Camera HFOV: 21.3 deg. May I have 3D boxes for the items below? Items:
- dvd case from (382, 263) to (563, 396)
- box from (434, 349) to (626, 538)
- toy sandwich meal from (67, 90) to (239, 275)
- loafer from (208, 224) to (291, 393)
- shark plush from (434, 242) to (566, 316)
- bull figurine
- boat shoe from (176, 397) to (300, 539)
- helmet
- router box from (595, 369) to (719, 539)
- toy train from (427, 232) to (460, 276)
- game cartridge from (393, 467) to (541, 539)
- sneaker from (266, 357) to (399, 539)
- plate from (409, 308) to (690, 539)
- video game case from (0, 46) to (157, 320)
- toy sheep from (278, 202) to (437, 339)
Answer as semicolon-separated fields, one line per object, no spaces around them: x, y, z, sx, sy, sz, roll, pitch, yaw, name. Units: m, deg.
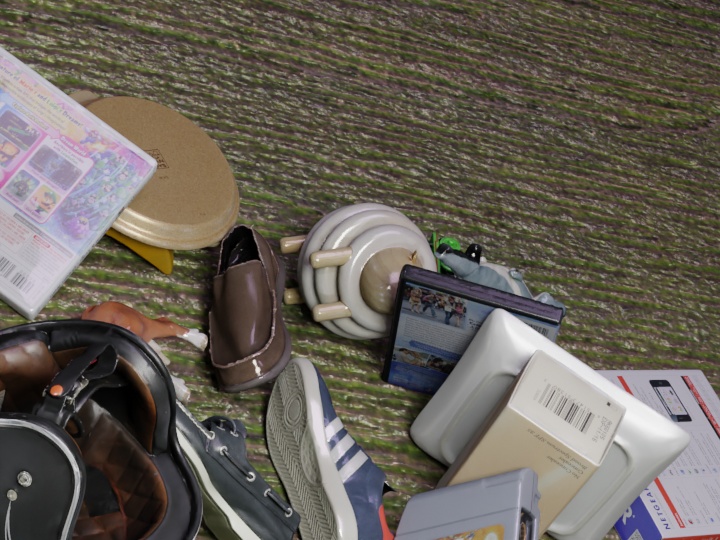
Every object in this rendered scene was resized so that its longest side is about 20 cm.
0.095;0.067;1.681;0.141;0.201;0.018;16;61;5;dvd case
0.130;0.170;1.598;0.094;0.201;0.078;32;44;3;box
-0.208;-0.081;1.758;0.203;0.070;0.206;21;40;-19;toy sandwich meal
-0.107;0.031;1.681;0.201;0.072;0.071;-98;164;-55;loafer
0.133;0.036;1.798;0.090;0.201;0.084;-3;54;20;shark plush
-0.185;0.106;1.561;0.120;0.065;0.201;19;41;-24;bull figurine
-0.110;0.148;1.493;0.066;0.074;0.200;-46;110;-25;boat shoe
-0.217;0.152;1.380;0.198;0.193;0.201;-7;26;3;helmet
0.298;0.185;1.835;0.178;0.049;0.201;2;46;-34;router box
0.071;0.036;1.850;0.056;0.042;0.201;10;41;-11;toy train
0.075;0.258;1.505;0.042;0.132;0.202;44;42;-41;game cartridge
-0.019;0.165;1.614;0.084;0.075;0.202;10;49;-34;sneaker
0.155;0.150;1.649;0.199;0.201;0.032;33;46;1;plate
-0.307;-0.083;1.652;0.199;0.024;0.183;35;66;4;video game case
0.000;0.000;1.759;0.137;0.139;0.200;14;8;-23;toy sheep
